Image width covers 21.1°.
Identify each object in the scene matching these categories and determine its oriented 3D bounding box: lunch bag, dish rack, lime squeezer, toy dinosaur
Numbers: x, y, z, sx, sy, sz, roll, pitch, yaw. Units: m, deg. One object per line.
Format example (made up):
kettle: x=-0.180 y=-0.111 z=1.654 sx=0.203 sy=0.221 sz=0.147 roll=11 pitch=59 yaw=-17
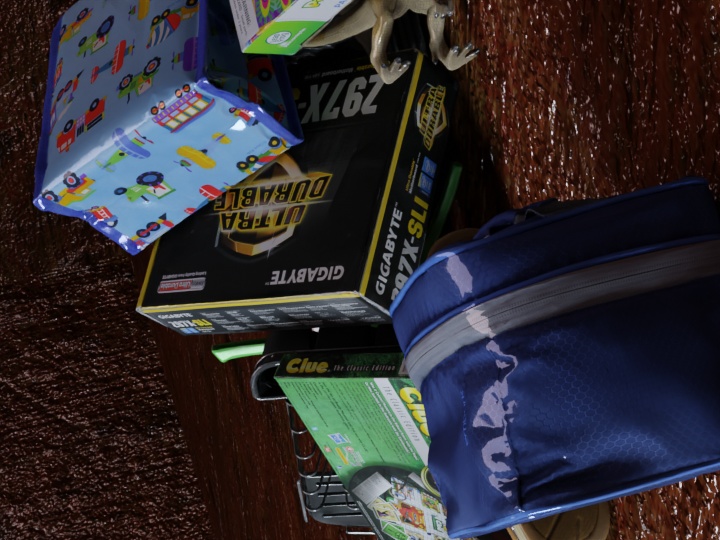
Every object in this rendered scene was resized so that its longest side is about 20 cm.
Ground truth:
lunch bag: x=0.091 y=0.035 z=0.840 sx=0.200 sy=0.135 sz=0.133 roll=126 pitch=130 yaw=-77
dish rack: x=0.019 y=0.109 z=1.241 sx=0.055 sy=0.152 sz=0.201 roll=-85 pitch=-10 yaw=-48
lunch bag: x=-0.132 y=-0.140 z=1.229 sx=0.094 sy=0.150 sz=0.201 roll=29 pitch=-140 yaw=-43
lime squeezer: x=0.004 y=0.015 z=1.239 sx=0.071 sy=0.199 sz=0.038 roll=51 pitch=-170 yaw=-5
toy dinosaur: x=0.024 y=-0.161 z=1.122 sx=0.200 sy=0.058 sz=0.102 roll=-49 pitch=52 yaw=47

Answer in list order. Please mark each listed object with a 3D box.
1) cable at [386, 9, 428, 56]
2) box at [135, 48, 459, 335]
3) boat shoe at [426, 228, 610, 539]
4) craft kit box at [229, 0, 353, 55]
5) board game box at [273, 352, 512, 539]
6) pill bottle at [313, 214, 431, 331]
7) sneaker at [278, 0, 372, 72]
cable: x=0.024 y=-0.206 z=1.192 sx=0.097 sy=0.050 sz=0.201 roll=35 pitch=149 yaw=63
box: x=-0.040 y=-0.045 z=1.196 sx=0.199 sy=0.049 sz=0.161 roll=-4 pitch=63 yaw=44
boat shoe: x=0.082 y=0.076 z=1.110 sx=0.072 sy=0.072 sz=0.201 roll=114 pitch=135 yaw=-70
craft kit box: x=-0.024 y=-0.255 z=1.095 sx=0.197 sy=0.048 sz=0.202 roll=-33 pitch=66 yaw=47
board game box: x=0.033 y=0.121 z=1.181 sx=0.201 sy=0.104 sz=0.024 roll=61 pitch=-139 yaw=-40
pill bottle: x=0.000 y=0.000 z=1.317 sx=0.112 sy=0.111 sz=0.202 roll=-162 pitch=59 yaw=-77
sneaker: x=-0.020 y=-0.164 z=1.287 sx=0.200 sy=0.070 sz=0.094 roll=65 pitch=-154 yaw=-81
